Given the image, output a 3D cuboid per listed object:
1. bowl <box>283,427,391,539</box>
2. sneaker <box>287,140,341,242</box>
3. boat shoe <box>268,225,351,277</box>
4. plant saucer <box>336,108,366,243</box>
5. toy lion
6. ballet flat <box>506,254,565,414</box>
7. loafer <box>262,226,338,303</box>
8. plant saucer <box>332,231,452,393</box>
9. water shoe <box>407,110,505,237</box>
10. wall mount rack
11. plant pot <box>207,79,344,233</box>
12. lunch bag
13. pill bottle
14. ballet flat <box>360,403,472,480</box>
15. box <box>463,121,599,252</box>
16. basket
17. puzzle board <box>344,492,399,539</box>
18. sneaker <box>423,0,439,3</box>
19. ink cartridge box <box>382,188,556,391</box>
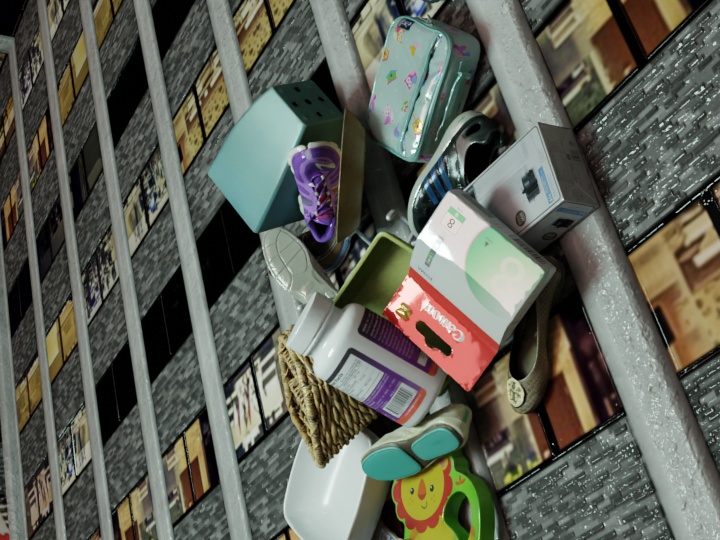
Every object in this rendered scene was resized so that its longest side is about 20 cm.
[{"bbox_3d":[-0.025,0.321,1.567,0.199,0.074,0.201,22,95,59],"label":"bowl"},{"bbox_3d":[-0.057,-0.117,1.558,0.201,0.080,0.084,80,177,-56],"label":"sneaker"},{"bbox_3d":[-0.087,-0.026,1.729,0.200,0.072,0.073,-42,52,46],"label":"boat shoe"},{"bbox_3d":[-0.012,-0.139,1.556,0.200,0.035,0.202,-176,90,-90],"label":"plant saucer"},{"bbox_3d":[0.108,0.315,1.405,0.200,0.068,0.193,-14,66,55],"label":"toy lion"},{"bbox_3d":[0.208,0.079,1.287,0.067,0.046,0.202,23,104,54],"label":"ballet flat"},{"bbox_3d":[-0.084,0.017,1.665,0.072,0.063,0.200,-42,73,5],"label":"loafer"},{"bbox_3d":[0.071,0.053,1.414,0.200,0.199,0.048,-55,6,38],"label":"plant saucer"},{"bbox_3d":[0.126,-0.117,1.416,0.079,0.071,0.201,50,127,45],"label":"water shoe"},{"bbox_3d":[0.000,0.000,1.539,0.200,0.074,0.174,-22,34,54],"label":"wall mount rack"},{"bbox_3d":[-0.118,-0.189,1.633,0.142,0.141,0.200,50,133,20],"label":"plant pot"},{"bbox_3d":[0.087,-0.260,1.488,0.160,0.077,0.201,42,122,52],"label":"lunch bag"},{"bbox_3d":[0.007,0.113,1.373,0.112,0.199,0.111,-58,6,10],"label":"pill bottle"},{"bbox_3d":[0.080,0.232,1.410,0.200,0.067,0.062,-30,19,43],"label":"ballet flat"},{"bbox_3d":[0.197,-0.080,1.312,0.200,0.060,0.117,-42,52,47],"label":"box"},{"bbox_3d":[-0.071,0.163,1.523,0.149,0.143,0.200,-43,27,2],"label":"basket"},{"bbox_3d":[0.014,0.442,1.556,0.200,0.017,0.152,26,107,58],"label":"puzzle board"},{"bbox_3d":[0.111,-0.435,1.502,0.199,0.077,0.080,18,82,52],"label":"sneaker"},{"bbox_3d":[0.122,0.027,1.284,0.161,0.050,0.201,42,111,22],"label":"ink cartridge box"}]
